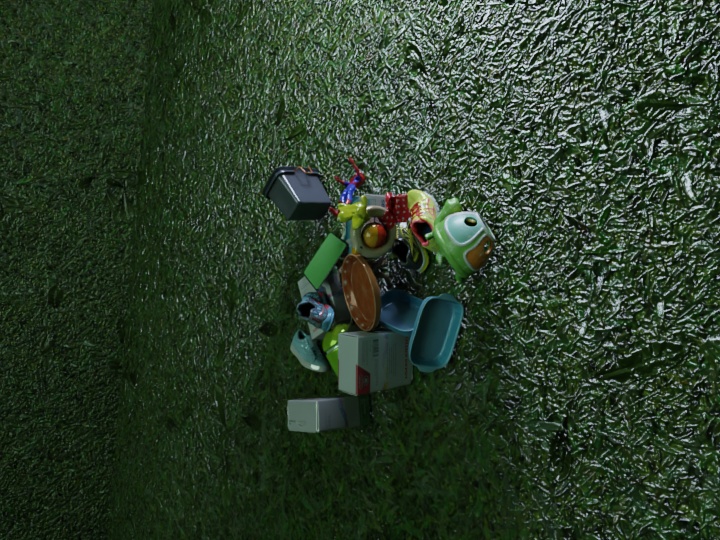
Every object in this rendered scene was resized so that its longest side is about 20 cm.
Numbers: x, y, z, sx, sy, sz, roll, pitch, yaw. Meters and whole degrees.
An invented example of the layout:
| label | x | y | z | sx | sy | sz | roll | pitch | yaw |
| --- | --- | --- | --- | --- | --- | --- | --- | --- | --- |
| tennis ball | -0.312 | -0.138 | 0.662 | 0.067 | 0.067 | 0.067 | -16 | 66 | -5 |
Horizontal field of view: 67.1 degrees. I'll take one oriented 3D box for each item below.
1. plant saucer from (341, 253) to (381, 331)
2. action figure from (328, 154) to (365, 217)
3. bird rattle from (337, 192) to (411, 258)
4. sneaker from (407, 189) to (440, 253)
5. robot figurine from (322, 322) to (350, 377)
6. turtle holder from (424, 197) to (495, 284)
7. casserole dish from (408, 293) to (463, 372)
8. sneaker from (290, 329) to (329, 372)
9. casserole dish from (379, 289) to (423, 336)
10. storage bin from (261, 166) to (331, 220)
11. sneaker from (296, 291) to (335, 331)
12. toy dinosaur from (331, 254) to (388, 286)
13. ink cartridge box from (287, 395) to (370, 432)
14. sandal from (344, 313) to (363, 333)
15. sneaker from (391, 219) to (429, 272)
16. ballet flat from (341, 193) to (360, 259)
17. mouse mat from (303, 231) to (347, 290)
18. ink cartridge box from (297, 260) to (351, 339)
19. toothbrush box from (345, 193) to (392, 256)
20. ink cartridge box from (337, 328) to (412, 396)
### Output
| label | x | y | z | sx | sy | sz | roll | pitch | yaw |
| --- | --- | --- | --- | --- | --- | --- | --- | --- | --- |
| plant saucer | 0.005 | 0.055 | 1.419 | 0.200 | 0.032 | 0.204 | 44 | 141 | 51 |
| action figure | -0.046 | -0.253 | 1.573 | 0.065 | 0.201 | 0.099 | -26 | 111 | 38 |
| bird rattle | 0.037 | -0.116 | 1.374 | 0.112 | 0.196 | 0.167 | 19 | 109 | 53 |
| sneaker | 0.161 | -0.134 | 1.404 | 0.078 | 0.089 | 0.203 | -48 | 53 | 34 |
| robot figurine | -0.034 | 0.243 | 1.548 | 0.203 | 0.114 | 0.176 | 59 | 157 | 6 |
| turtle holder | 0.243 | -0.076 | 1.295 | 0.131 | 0.141 | 0.187 | -37 | 21 | 19 |
| casserole dish | 0.181 | 0.149 | 1.337 | 0.039 | 0.119 | 0.205 | -141 | 64 | -66 |
| sneaker | -0.163 | 0.253 | 1.744 | 0.198 | 0.073 | 0.084 | 29 | 111 | 44 |
| casserole dish | 0.107 | 0.115 | 1.438 | 0.198 | 0.120 | 0.039 | 24 | 141 | 45 |
| storage bin | -0.186 | -0.243 | 1.732 | 0.135 | 0.198 | 0.146 | 54 | 124 | 21 |
| sneaker | -0.143 | 0.102 | 1.570 | 0.081 | 0.094 | 0.200 | -66 | 28 | 6 |
| toy dinosaur | 0.000 | 0.000 | 1.523 | 0.199 | 0.133 | 0.088 | 151 | 127 | -64 |
| ink cartridge box | -0.090 | 0.406 | 1.547 | 0.144 | 0.197 | 0.090 | -15 | 76 | 46 |
| sandal | 0.004 | 0.139 | 1.510 | 0.202 | 0.078 | 0.058 | -72 | -7 | -54 |
| sneaker | 0.112 | -0.085 | 1.457 | 0.075 | 0.083 | 0.202 | -52 | 52 | 30 |
| ballet flat | -0.023 | -0.126 | 1.636 | 0.064 | 0.074 | 0.205 | -177 | 95 | -78 |
| mouse mat | -0.108 | -0.032 | 1.625 | 0.162 | 0.007 | 0.200 | -56 | 22 | 2 |
| ink cartridge box | -0.103 | 0.094 | 1.680 | 0.145 | 0.086 | 0.204 | -36 | 63 | 39 |
| toothbrush box | 0.021 | -0.118 | 1.505 | 0.200 | 0.083 | 0.150 | 171 | 101 | -73 |
| ink cartridge box | 0.041 | 0.234 | 1.424 | 0.082 | 0.197 | 0.150 | 1 | 91 | 49 |
